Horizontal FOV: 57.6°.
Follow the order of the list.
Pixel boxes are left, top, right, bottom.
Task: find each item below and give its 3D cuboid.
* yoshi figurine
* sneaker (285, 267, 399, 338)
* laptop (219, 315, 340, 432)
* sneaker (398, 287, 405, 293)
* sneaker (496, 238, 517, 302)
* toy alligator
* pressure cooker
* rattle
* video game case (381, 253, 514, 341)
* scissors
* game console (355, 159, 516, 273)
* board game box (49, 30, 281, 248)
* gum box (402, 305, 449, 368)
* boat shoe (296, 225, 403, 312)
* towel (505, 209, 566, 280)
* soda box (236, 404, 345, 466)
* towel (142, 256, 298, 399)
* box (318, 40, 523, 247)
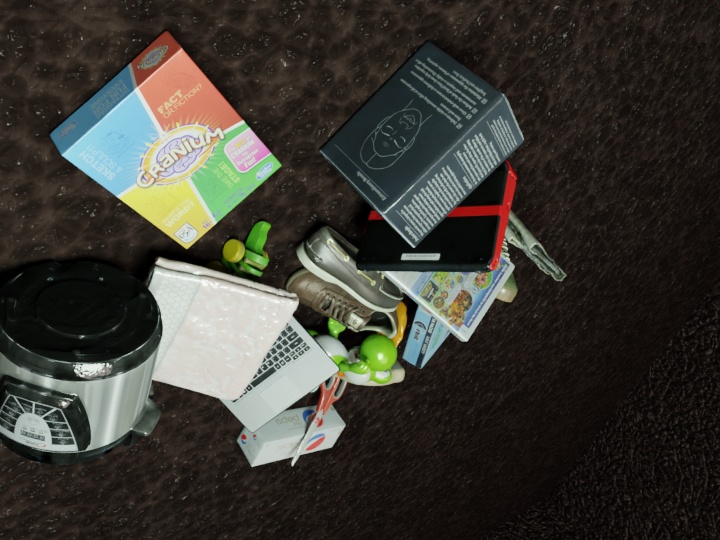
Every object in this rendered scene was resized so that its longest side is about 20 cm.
[{"bbox_3d":[-0.025,0.125,1.045,0.200,0.112,0.113,18,77,-25],"label":"yoshi figurine"},{"bbox_3d":[-0.018,0.051,1.006,0.200,0.076,0.071,17,121,-33],"label":"sneaker"},{"bbox_3d":[-0.169,0.142,0.926,0.187,0.200,0.116,-37,-170,19],"label":"laptop"},{"bbox_3d":[0.109,-0.059,1.005,0.199,0.079,0.130,-45,141,-45],"label":"sneaker"},{"bbox_3d":[0.207,-0.036,1.075,0.067,0.200,0.090,14,113,-25],"label":"sneaker"},{"bbox_3d":[-0.177,0.022,0.871,0.200,0.054,0.059,-48,145,11],"label":"toy alligator"},{"bbox_3d":[-0.317,0.113,0.727,0.178,0.176,0.200,-10,137,-41],"label":"pressure cooker"},{"bbox_3d":[-0.018,0.133,1.147,0.199,0.130,0.143,6,118,-15],"label":"rattle"},{"bbox_3d":[0.118,-0.013,0.953,0.143,0.200,0.018,-54,-167,-17],"label":"video game case"},{"bbox_3d":[-0.071,0.268,1.215,0.073,0.014,0.200,26,80,-50],"label":"scissors"},{"bbox_3d":[0.100,-0.073,0.875,0.031,0.200,0.177,48,51,-49],"label":"game console"},{"bbox_3d":[-0.195,-0.127,0.696,0.153,0.040,0.200,-42,147,1],"label":"board game box"},{"bbox_3d":[0.159,0.058,1.194,0.200,0.044,0.170,-42,154,-42],"label":"gum box"},{"bbox_3d":[0.000,0.000,0.966,0.201,0.072,0.061,29,117,-36],"label":"boat shoe"},{"bbox_3d":[0.240,-0.073,1.049,0.035,0.200,0.192,-41,148,12],"label":"towel"},{"bbox_3d":[-0.127,0.306,1.236,0.200,0.064,0.068,1,129,-46],"label":"soda box"},{"bbox_3d":[-0.204,0.083,0.839,0.191,0.032,0.200,18,125,-27],"label":"towel"},{"bbox_3d":[0.077,-0.159,0.834,0.200,0.148,0.107,-44,146,4],"label":"box"}]
